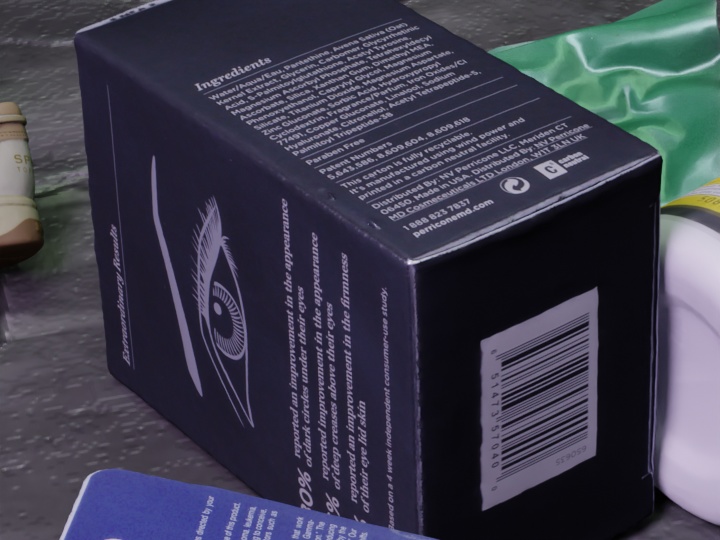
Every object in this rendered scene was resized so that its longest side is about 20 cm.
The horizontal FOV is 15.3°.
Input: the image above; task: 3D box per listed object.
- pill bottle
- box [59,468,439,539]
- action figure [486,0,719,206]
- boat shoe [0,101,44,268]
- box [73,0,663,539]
[{"bbox_3d":[0.182,0.002,0.929,0.200,0.112,0.112,-26,40,-30],"label":"pill bottle"},{"bbox_3d":[0.010,0.113,0.721,0.199,0.033,0.121,14,26,1],"label":"box"},{"bbox_3d":[0.047,-0.049,1.054,0.199,0.055,0.119,-6,56,15],"label":"action figure"},{"bbox_3d":[-0.223,-0.026,1.020,0.199,0.063,0.073,-4,-9,-16],"label":"boat shoe"},{"bbox_3d":[0.000,0.000,0.911,0.104,0.148,0.200,-23,39,-29],"label":"box"}]
